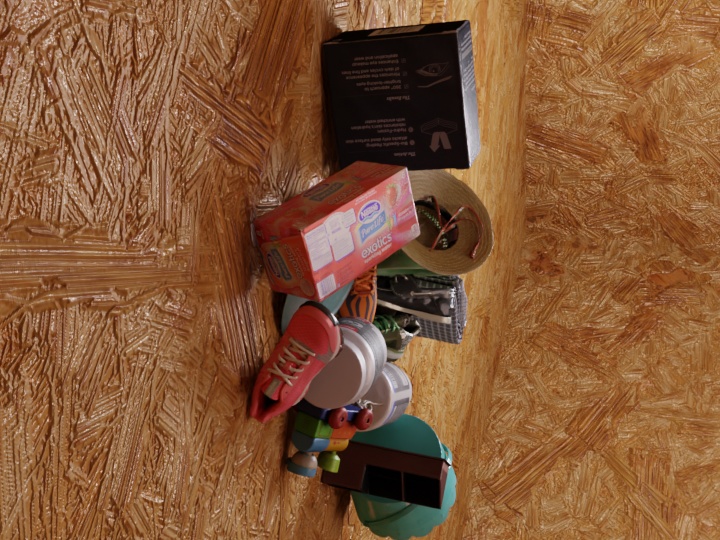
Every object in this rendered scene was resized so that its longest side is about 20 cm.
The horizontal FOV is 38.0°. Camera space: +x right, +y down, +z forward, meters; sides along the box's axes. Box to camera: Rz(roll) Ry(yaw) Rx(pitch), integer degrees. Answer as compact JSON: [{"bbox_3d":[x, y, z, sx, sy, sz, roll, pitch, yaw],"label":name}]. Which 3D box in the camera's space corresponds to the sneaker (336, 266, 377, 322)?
[{"bbox_3d":[0.000,0.000,1.590,0.112,0.077,0.201,-163,-115,-68],"label":"sneaker"}]

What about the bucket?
[{"bbox_3d":[0.070,0.365,1.874,0.135,0.207,0.208,70,30,-52],"label":"bucket"}]

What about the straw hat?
[{"bbox_3d":[0.098,-0.060,1.597,0.085,0.201,0.201,-38,-151,51],"label":"straw hat"}]

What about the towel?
[{"bbox_3d":[0.110,0.054,1.943,0.200,0.165,0.086,75,32,-54],"label":"towel"}]

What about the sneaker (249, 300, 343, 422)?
[{"bbox_3d":[-0.084,0.124,1.317,0.087,0.074,0.200,-47,168,-49],"label":"sneaker"}]

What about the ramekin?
[{"bbox_3d":[0.081,-0.045,1.737,0.200,0.199,0.098,14,76,-75],"label":"ramekin"}]

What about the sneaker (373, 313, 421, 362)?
[{"bbox_3d":[0.036,0.093,1.746,0.077,0.089,0.200,58,18,23],"label":"sneaker"}]

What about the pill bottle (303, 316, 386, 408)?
[{"bbox_3d":[-0.029,0.131,1.505,0.200,0.114,0.114,-24,119,-81],"label":"pill bottle"}]

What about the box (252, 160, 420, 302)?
[{"bbox_3d":[-0.028,-0.055,1.335,0.200,0.095,0.103,-35,123,-37],"label":"box"}]

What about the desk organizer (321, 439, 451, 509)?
[{"bbox_3d":[0.043,0.336,1.736,0.072,0.199,0.077,56,45,-69],"label":"desk organizer"}]

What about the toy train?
[{"bbox_3d":[-0.033,0.251,1.574,0.200,0.084,0.116,16,92,-57],"label":"toy train"}]

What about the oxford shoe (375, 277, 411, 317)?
[{"bbox_3d":[0.048,0.081,1.853,0.200,0.084,0.073,93,12,-68],"label":"oxford shoe"}]

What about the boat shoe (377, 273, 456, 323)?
[{"bbox_3d":[0.064,0.034,1.730,0.072,0.199,0.068,-154,-100,-72],"label":"boat shoe"}]

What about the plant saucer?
[{"bbox_3d":[-0.044,0.014,1.466,0.201,0.039,0.201,-57,163,-28],"label":"plant saucer"}]

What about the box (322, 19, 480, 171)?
[{"bbox_3d":[0.064,-0.251,1.527,0.117,0.196,0.201,-54,140,-64],"label":"box"}]

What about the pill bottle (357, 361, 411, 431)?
[{"bbox_3d":[0.021,0.208,1.767,0.200,0.113,0.114,16,81,-75],"label":"pill bottle"}]
